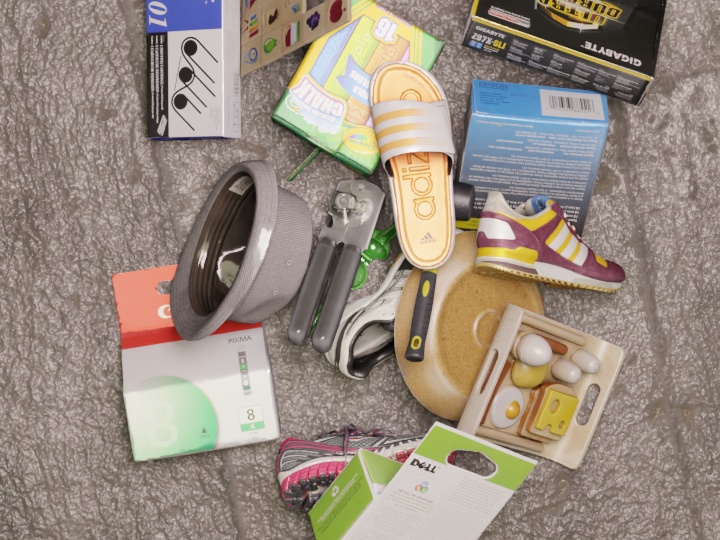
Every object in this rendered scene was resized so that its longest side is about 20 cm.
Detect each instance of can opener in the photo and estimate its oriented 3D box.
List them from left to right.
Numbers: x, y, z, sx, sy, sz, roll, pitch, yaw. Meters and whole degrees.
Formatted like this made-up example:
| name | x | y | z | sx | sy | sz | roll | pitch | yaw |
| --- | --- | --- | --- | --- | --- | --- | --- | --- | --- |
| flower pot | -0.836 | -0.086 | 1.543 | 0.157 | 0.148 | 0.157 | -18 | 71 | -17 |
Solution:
| name | x | y | z | sx | sy | sz | roll | pitch | yaw |
| --- | --- | --- | --- | --- | --- | --- | --- | --- | --- |
| can opener | -0.024 | -0.004 | 1.484 | 0.053 | 0.067 | 0.202 | 15 | 66 | 8 |

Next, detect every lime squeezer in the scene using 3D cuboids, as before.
| name | x | y | z | sx | sy | sz | roll | pitch | yaw |
| --- | --- | --- | --- | --- | --- | --- | --- | --- | --- |
| lime squeezer | 0.000 | 0.000 | 1.521 | 0.038 | 0.071 | 0.200 | 29 | 122 | -21 |

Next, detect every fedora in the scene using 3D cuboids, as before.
| name | x | y | z | sx | sy | sz | roll | pitch | yaw |
| --- | --- | --- | --- | --- | --- | --- | --- | --- | --- |
| fedora | -0.113 | -0.013 | 1.477 | 0.090 | 0.177 | 0.202 | 19 | 103 | -29 |

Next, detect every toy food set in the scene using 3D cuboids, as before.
| name | x | y | z | sx | sy | sz | roll | pitch | yaw |
| --- | --- | --- | --- | --- | --- | --- | --- | --- | --- |
| toy food set | 0.193 | 0.126 | 1.487 | 0.199 | 0.060 | 0.145 | 21 | 92 | -44 |

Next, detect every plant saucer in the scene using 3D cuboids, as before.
| name | x | y | z | sx | sy | sz | roll | pitch | yaw |
| --- | --- | --- | --- | --- | --- | --- | --- | --- | --- |
| plant saucer | 0.126 | 0.060 | 1.492 | 0.198 | 0.035 | 0.203 | -3 | 96 | -33 |

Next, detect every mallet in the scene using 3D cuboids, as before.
| name | x | y | z | sx | sy | sz | roll | pitch | yaw |
| --- | --- | --- | --- | --- | --- | --- | --- | --- | --- |
| mallet | 0.081 | -0.003 | 1.435 | 0.065 | 0.041 | 0.202 | 1 | 65 | 5 |

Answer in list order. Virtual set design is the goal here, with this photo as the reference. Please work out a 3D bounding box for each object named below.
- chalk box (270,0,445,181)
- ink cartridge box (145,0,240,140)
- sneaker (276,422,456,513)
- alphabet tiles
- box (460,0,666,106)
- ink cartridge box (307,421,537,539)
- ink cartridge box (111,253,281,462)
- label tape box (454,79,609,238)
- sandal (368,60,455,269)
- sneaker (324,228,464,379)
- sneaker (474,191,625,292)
| name | x | y | z | sx | sy | sz | roll | pitch | yaw |
| --- | --- | --- | --- | --- | --- | --- | --- | --- | --- |
| chalk box | -0.014 | -0.174 | 1.482 | 0.123 | 0.125 | 0.201 | 29 | 92 | -3 |
| ink cartridge box | -0.176 | -0.239 | 1.498 | 0.093 | 0.044 | 0.203 | 1 | 92 | 22 |
| sneaker | 0.008 | 0.197 | 1.525 | 0.198 | 0.075 | 0.081 | -6 | 134 | -12 |
| alphabet tiles | -0.067 | -0.318 | 1.464 | 0.008 | 0.166 | 0.202 | 16 | 66 | -41 |
| box | 0.215 | -0.272 | 1.481 | 0.198 | 0.050 | 0.161 | 19 | 53 | -2 |
| ink cartridge box | 0.064 | 0.227 | 1.467 | 0.147 | 0.076 | 0.201 | 24 | 113 | -31 |
| ink cartridge box | -0.178 | 0.093 | 1.526 | 0.159 | 0.050 | 0.202 | -9 | 95 | -2 |
| label tape box | 0.173 | -0.098 | 1.508 | 0.142 | 0.064 | 0.201 | 5 | 132 | -2 |
| sandal | 0.060 | -0.105 | 1.394 | 0.078 | 0.059 | 0.209 | -11 | 91 | -2 |
| sneaker | 0.050 | 0.042 | 1.502 | 0.200 | 0.088 | 0.076 | -44 | 117 | 4 |
| sneaker | 0.205 | -0.029 | 1.478 | 0.199 | 0.075 | 0.091 | 9 | 86 | -39 |
